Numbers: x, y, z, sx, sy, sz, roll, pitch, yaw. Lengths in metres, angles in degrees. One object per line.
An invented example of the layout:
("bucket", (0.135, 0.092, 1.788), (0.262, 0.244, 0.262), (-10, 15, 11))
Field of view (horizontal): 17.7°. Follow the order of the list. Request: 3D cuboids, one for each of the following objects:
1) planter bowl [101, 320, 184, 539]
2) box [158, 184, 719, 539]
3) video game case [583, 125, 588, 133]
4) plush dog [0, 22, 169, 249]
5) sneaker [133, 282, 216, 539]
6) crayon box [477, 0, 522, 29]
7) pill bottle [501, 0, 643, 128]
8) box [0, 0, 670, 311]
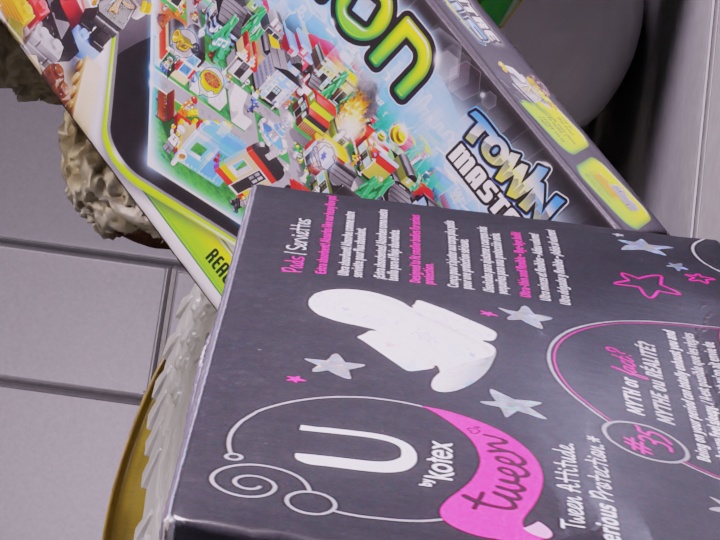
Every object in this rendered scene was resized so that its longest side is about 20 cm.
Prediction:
("planter bowl", (-0.016, 0.087, 0.933), (0.200, 0.083, 0.201), (-50, -29, -42))
("box", (0.016, 0.075, 0.461), (0.200, 0.114, 0.133), (-82, 0, -72))
("video game case", (0.016, -0.039, 0.993), (0.200, 0.018, 0.144), (34, 125, 43))
("plush dog", (-0.098, -0.120, 0.855), (0.172, 0.200, 0.161), (-36, 32, 60))
("sneaker", (-0.028, 0.054, 0.808), (0.076, 0.080, 0.200), (120, 162, -44))
("crayon box", (-0.003, -0.118, 0.700), (0.200, 0.119, 0.058), (-53, -21, 19))
("pill bottle", (0.041, -0.123, 0.835), (0.200, 0.116, 0.117), (-82, 0, -66))
("box", (-0.017, -0.048, 0.657), (0.110, 0.200, 0.035), (-45, -18, 22))
